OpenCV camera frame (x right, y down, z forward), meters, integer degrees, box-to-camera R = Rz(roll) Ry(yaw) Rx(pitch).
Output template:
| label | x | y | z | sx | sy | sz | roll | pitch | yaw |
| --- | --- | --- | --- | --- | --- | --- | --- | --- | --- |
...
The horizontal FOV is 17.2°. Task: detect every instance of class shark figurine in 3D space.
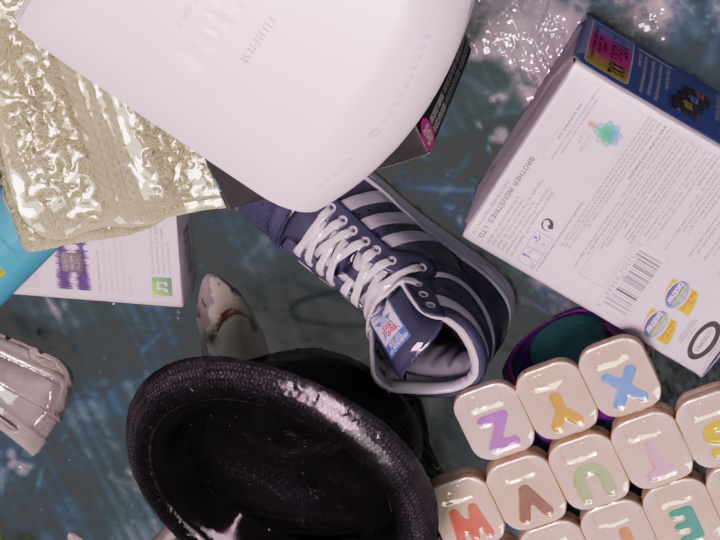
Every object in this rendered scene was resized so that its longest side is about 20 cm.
| label | x | y | z | sx | sy | sz | roll | pitch | yaw |
| --- | --- | --- | --- | --- | --- | --- | --- | --- | --- |
| shark figurine | -0.107 | 0.123 | 1.508 | 0.128 | 0.089 | 0.215 | 34 | 80 | -23 |

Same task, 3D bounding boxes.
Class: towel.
| label | x | y | z | sx | sy | sz | roll | pitch | yaw |
| --- | --- | --- | --- | --- | --- | --- | --- | --- | --- |
| towel | -0.152 | -0.118 | 1.380 | 0.147 | 0.036 | 0.201 | -15 | 102 | -3 |

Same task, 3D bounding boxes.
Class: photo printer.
| label | x | y | z | sx | sy | sz | roll | pitch | yaw |
| --- | --- | --- | --- | --- | --- | --- | --- | --- | --- |
| photo printer | -0.052 | -0.133 | 1.195 | 0.199 | 0.070 | 0.167 | 34 | 120 | -7 |

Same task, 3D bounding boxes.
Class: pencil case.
| label | x | y | z | sx | sy | sz | roll | pitch | yaw |
| --- | --- | --- | --- | --- | --- | --- | --- | --- | --- |
| pencil case | 0.161 | 0.127 | 1.459 | 0.092 | 0.085 | 0.201 | -19 | 114 | 11 |

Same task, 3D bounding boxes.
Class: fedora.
| label | x | y | z | sx | sy | sz | roll | pitch | yaw |
| --- | --- | --- | --- | --- | --- | --- | --- | --- | --- |
| fedora | -0.036 | 0.106 | 1.420 | 0.199 | 0.092 | 0.202 | 14 | 129 | 18 |

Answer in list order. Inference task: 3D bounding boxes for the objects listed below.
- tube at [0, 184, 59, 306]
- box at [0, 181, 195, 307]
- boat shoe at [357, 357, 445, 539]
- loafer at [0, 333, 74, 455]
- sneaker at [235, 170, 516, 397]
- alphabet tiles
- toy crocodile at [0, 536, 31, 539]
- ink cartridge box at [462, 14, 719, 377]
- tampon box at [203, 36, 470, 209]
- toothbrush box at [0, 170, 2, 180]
| label | x | y | z | sx | sy | sz | roll | pitch | yaw |
| --- | --- | --- | --- | --- | --- | --- | --- | --- | --- |
| tube | -0.266 | 0.025 | 1.464 | 0.200 | 0.050 | 0.078 | -41 | 86 | 20 |
| box | -0.204 | -0.054 | 1.471 | 0.198 | 0.036 | 0.145 | 4 | 119 | 9 |
| boat shoe | 0.030 | 0.155 | 1.514 | 0.074 | 0.066 | 0.201 | -5 | 117 | 15 |
| loafer | -0.282 | 0.056 | 1.521 | 0.199 | 0.070 | 0.070 | 23 | 83 | 0 |
| sneaker | 0.000 | 0.000 | 1.410 | 0.199 | 0.109 | 0.070 | 31 | 120 | -6 |
| alphabet tiles | 0.144 | 0.136 | 1.409 | 0.199 | 0.015 | 0.196 | -20 | 114 | 14 |
| toy crocodile | -0.244 | 0.244 | 1.629 | 0.067 | 0.062 | 0.201 | -9 | 116 | 17 |
| ink cartridge box | 0.177 | -0.034 | 1.370 | 0.199 | 0.076 | 0.137 | 31 | 121 | -3 |
| tampon box | -0.040 | -0.165 | 1.303 | 0.125 | 0.150 | 0.201 | -14 | 115 | 20 |
| toothbrush box | -0.304 | -0.131 | 1.392 | 0.145 | 0.086 | 0.201 | -11 | 100 | 18 |
